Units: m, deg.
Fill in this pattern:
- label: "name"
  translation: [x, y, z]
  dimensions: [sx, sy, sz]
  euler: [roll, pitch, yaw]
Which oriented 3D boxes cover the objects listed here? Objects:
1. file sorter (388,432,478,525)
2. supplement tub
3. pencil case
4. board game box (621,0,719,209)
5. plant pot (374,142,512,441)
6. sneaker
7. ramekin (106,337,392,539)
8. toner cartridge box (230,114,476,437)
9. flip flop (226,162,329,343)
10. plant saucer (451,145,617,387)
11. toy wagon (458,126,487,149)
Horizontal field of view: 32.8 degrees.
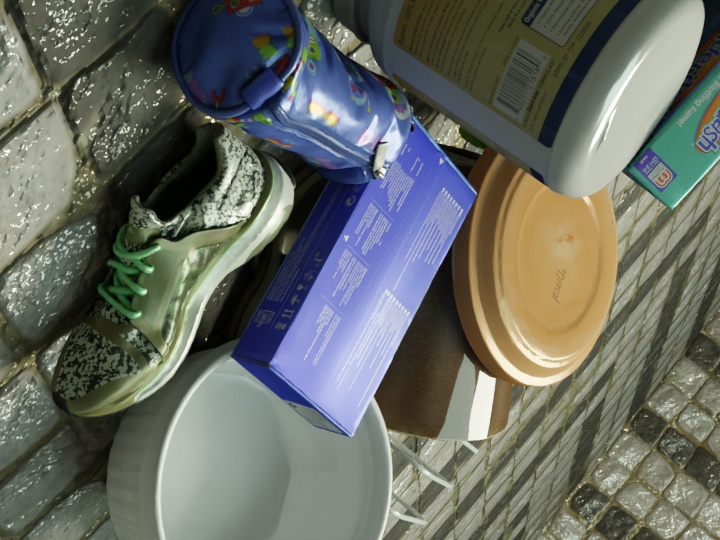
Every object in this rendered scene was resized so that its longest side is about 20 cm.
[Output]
- label: "file sorter"
  translation: [0.037, 0.179, 1.241]
  dimensions: [0.201, 0.124, 0.139]
  euler: [-52, 158, -2]
- label: "supplement tub"
  translation: [0.094, -0.154, 0.755]
  dimensions: [0.144, 0.199, 0.145]
  euler: [-44, 158, -23]
- label: "pencil case"
  translation: [-0.033, -0.104, 0.726]
  dimensions: [0.078, 0.087, 0.200]
  euler: [-40, 160, 11]
- label: "board game box"
  translation: [0.226, -0.136, 0.863]
  dimensions: [0.152, 0.045, 0.200]
  euler: [-48, -165, 10]
- label: "plant pot"
  translation: [0.052, 0.005, 0.979]
  dimensions: [0.186, 0.185, 0.203]
  euler: [-11, 117, -60]
- label: "sneaker"
  translation: [-0.126, -0.009, 0.720]
  dimensions: [0.201, 0.076, 0.089]
  euler: [-55, 146, -12]
- label: "ramekin"
  translation: [-0.084, 0.146, 0.861]
  dimensions: [0.198, 0.104, 0.204]
  euler: [2, 87, -39]
- label: "toner cartridge box"
  translation: [0.000, 0.000, 0.828]
  dimensions: [0.095, 0.043, 0.202]
  euler: [45, 65, -38]
- label: "flip flop"
  translation: [-0.039, -0.005, 0.897]
  dimensions: [0.081, 0.057, 0.202]
  euler: [-15, 136, -58]
- label: "plant saucer"
  translation: [0.144, -0.011, 0.942]
  dimensions: [0.199, 0.032, 0.204]
  euler: [-4, 95, -46]
- label: "toy wagon"
  translation: [0.177, -0.149, 0.987]
  dimensions: [0.156, 0.198, 0.040]
  euler: [-62, -163, 23]
